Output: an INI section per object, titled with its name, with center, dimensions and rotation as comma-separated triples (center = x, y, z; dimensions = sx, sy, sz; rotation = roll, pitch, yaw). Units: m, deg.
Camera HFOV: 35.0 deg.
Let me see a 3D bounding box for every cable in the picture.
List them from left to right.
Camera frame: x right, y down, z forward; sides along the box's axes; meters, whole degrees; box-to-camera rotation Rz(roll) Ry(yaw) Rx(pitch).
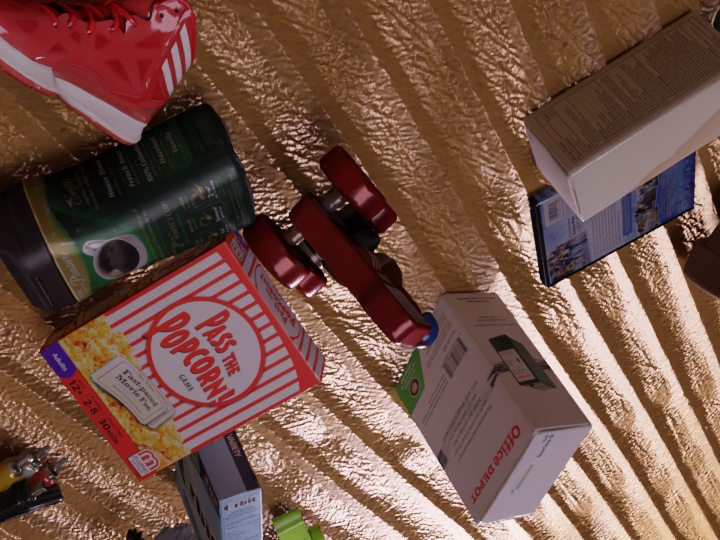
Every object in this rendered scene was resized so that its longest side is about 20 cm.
[cable]
center = -0.372, 0.230, 1.113
dimensions = 0.198, 0.051, 0.097
rotation = -26, 158, 10

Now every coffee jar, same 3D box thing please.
[coffee jar]
center = -0.187, -0.047, 0.900
dimensions = 0.198, 0.086, 0.105
rotation = -25, 150, -10

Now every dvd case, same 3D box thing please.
[dvd case]
center = 0.274, -0.072, 1.231
dimensions = 0.198, 0.018, 0.143
rotation = -28, 140, -7

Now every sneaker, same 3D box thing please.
[sneaker]
center = -0.192, -0.177, 0.792
dimensions = 0.116, 0.078, 0.200
rotation = -48, 151, 6

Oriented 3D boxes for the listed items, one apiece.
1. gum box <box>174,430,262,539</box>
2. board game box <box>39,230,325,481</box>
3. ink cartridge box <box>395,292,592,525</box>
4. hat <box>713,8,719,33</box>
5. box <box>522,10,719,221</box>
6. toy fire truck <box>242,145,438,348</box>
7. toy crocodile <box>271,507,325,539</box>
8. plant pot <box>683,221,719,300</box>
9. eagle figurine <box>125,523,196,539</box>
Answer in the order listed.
[gum box]
center = -0.144, 0.213, 1.126
dimensions = 0.044, 0.171, 0.202
rotation = -15, 138, -19
[board game box]
center = -0.152, 0.073, 0.992
dimensions = 0.198, 0.046, 0.152
rotation = -30, 109, 15
[ink cartridge box]
center = 0.135, 0.145, 1.215
dimensions = 0.083, 0.201, 0.147
rotation = 0, 131, -33
[hat]
center = 0.433, -0.320, 1.087
dimensions = 0.198, 0.179, 0.165
rotation = -11, 158, 38
[box]
center = 0.265, -0.147, 1.092
dimensions = 0.198, 0.095, 0.078
rotation = -31, 141, 1
[toy fire truck]
center = 0.000, 0.000, 0.983
dimensions = 0.112, 0.169, 0.200
rotation = -40, 169, 3
[toy crocodile]
center = -0.067, 0.352, 1.410
dimensions = 0.067, 0.062, 0.201
rotation = -27, 135, -5
[plant pot]
center = 0.490, -0.041, 1.291
dimensions = 0.198, 0.200, 0.177
rotation = 6, 111, -37
[eagle figurine]
center = -0.268, 0.371, 1.243
dimensions = 0.199, 0.152, 0.152
rotation = -32, 120, 7
